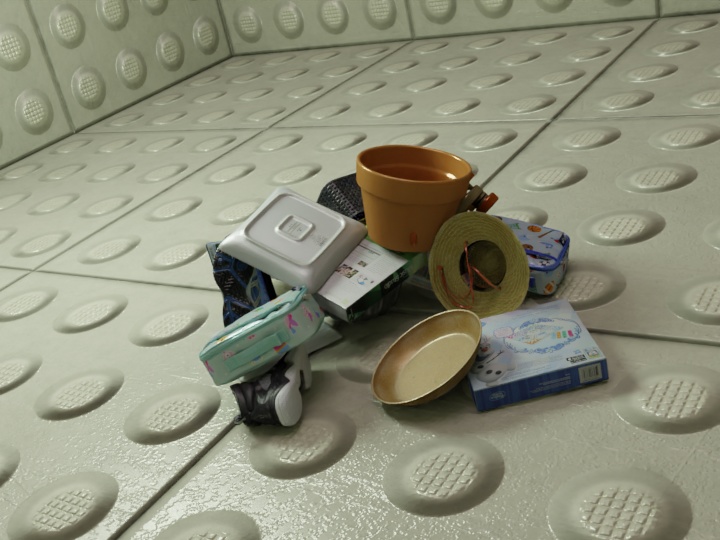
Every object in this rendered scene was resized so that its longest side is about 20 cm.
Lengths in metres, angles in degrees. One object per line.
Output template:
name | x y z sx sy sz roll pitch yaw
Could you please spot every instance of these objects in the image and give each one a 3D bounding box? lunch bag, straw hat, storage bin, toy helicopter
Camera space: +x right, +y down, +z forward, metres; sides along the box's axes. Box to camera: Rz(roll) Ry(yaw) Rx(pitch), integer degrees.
lunch bag | 0.278 -0.028 1.630 0.198 0.076 0.160 13 31 22
straw hat | 0.215 -0.013 1.533 0.200 0.203 0.085 7 19 37
storage bin | 0.007 -0.123 1.819 0.199 0.136 0.094 -23 63 -39
toy helicopter | 0.176 -0.103 1.706 0.132 0.079 0.200 -48 -1 -5
lunch bag | -0.156 0.102 1.456 0.199 0.078 0.160 -30 4 12

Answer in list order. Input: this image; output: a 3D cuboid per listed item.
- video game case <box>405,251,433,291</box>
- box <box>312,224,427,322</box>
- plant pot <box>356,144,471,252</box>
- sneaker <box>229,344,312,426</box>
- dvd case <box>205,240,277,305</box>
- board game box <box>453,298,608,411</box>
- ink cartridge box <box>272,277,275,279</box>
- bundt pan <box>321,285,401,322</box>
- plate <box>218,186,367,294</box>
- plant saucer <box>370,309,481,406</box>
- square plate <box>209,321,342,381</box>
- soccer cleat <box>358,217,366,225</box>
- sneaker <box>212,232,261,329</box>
video game case | 0.155 -0.016 1.680 0.180 0.023 0.200 18 31 5
box | 0.000 0.000 1.577 0.199 0.037 0.144 -37 44 -28
plant pot | 0.087 -0.122 1.576 0.198 0.141 0.200 4 24 -2
sneaker | -0.144 0.180 1.446 0.113 0.076 0.200 -11 24 11
dvd case | -0.223 0.011 1.710 0.017 0.144 0.199 -24 12 -32
board game box | 0.252 0.125 1.394 0.198 0.044 0.199 -14 25 1
ink cartridge box | -0.159 -0.035 1.814 0.198 0.068 0.117 15 25 -8
bundt pan | -0.015 0.028 1.667 0.199 0.076 0.202 0 29 0
plate | -0.114 -0.065 1.593 0.199 0.033 0.200 26 48 17
plant saucer | 0.108 0.141 1.388 0.199 0.036 0.201 -31 22 14
square plate | -0.159 0.115 1.647 0.198 0.029 0.198 -23 26 -18
soccer cleat | 0.026 -0.072 1.757 0.200 0.083 0.065 -49 18 61
sneaker | -0.216 0.032 1.603 0.075 0.202 0.077 -4 -13 4
